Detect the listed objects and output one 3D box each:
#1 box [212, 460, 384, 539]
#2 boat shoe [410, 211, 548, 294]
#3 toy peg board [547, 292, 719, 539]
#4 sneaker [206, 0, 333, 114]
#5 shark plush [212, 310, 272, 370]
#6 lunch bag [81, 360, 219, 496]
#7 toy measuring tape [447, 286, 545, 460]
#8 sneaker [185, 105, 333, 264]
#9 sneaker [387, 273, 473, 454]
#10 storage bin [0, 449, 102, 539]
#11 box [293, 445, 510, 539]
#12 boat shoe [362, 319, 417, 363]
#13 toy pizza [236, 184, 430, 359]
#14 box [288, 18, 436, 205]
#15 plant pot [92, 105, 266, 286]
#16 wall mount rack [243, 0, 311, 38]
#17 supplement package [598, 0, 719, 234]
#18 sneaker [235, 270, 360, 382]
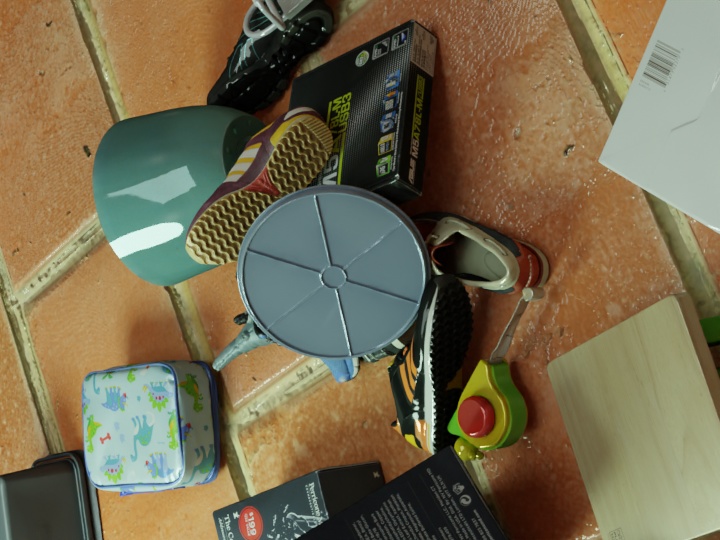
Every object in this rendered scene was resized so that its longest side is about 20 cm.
[{"bbox_3d":[-0.049,0.332,1.730,0.181,0.104,0.202,-27,73,39],"label":"box"},{"bbox_3d":[0.099,-0.017,1.613,0.199,0.062,0.072,18,105,43],"label":"boat shoe"},{"bbox_3d":[0.291,0.142,1.432,0.199,0.097,0.202,-38,64,54],"label":"toy peg board"},{"bbox_3d":[-0.108,-0.254,1.807,0.200,0.075,0.080,-41,54,26],"label":"sneaker"},{"bbox_3d":[-0.111,0.044,1.796,0.199,0.083,0.092,-29,72,40],"label":"shark plush"},{"bbox_3d":[-0.260,0.195,1.940,0.199,0.082,0.162,-10,83,43],"label":"lunch bag"},{"bbox_3d":[0.148,0.114,1.565,0.074,0.073,0.201,43,119,34],"label":"toy measuring tape"},{"bbox_3d":[-0.109,-0.089,1.662,0.200,0.075,0.090,-44,22,5],"label":"sneaker"},{"bbox_3d":[0.061,0.093,1.619,0.090,0.070,0.202,18,119,38],"label":"sneaker"},{"bbox_3d":[-0.439,0.347,2.076,0.145,0.134,0.202,-14,80,42],"label":"storage bin"},{"bbox_3d":[0.045,0.291,1.525,0.199,0.197,0.118,-31,64,-3],"label":"box"},{"bbox_3d":[0.000,0.000,1.699,0.067,0.071,0.202,-31,70,40],"label":"boat shoe"},{"bbox_3d":[-0.027,0.000,1.612,0.201,0.199,0.032,-61,12,25],"label":"toy pizza"},{"bbox_3d":[-0.007,-0.145,1.673,0.192,0.047,0.202,-18,54,40],"label":"box"},{"bbox_3d":[-0.178,-0.098,1.790,0.160,0.200,0.202,-15,81,32],"label":"plant pot"},{"bbox_3d":[-0.079,-0.359,1.733,0.200,0.074,0.174,-39,44,11],"label":"wall mount rack"},{"bbox_3d":[0.329,-0.150,1.361,0.155,0.110,0.201,36,114,36],"label":"supplement package"},{"bbox_3d":[-0.069,0.050,1.699,0.089,0.201,0.079,-31,31,6],"label":"sneaker"}]
